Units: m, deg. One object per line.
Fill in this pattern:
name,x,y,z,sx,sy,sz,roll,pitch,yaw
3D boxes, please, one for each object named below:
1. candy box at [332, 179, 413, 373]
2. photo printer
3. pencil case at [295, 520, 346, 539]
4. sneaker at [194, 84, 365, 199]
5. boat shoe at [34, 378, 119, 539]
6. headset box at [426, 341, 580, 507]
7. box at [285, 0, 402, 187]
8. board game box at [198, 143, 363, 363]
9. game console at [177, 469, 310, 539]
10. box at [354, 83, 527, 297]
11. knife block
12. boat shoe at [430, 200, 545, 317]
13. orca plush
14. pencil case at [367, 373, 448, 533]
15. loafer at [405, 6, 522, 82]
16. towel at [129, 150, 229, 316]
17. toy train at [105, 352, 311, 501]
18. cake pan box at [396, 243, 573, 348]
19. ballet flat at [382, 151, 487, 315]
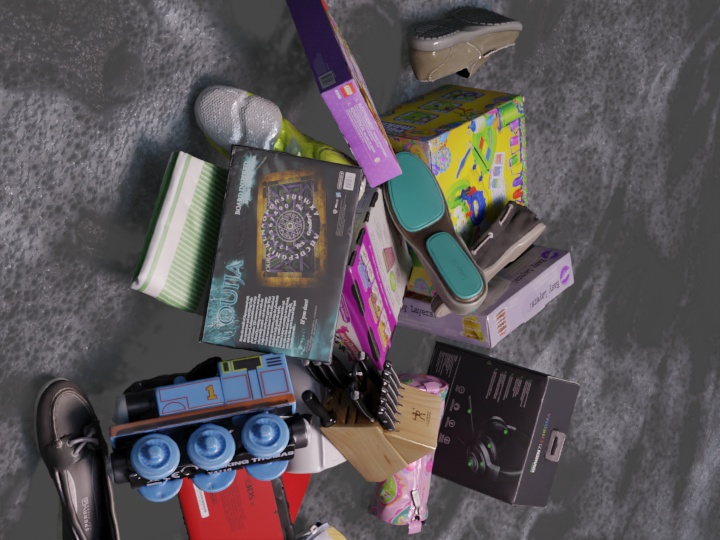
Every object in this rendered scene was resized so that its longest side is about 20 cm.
candy box,0.000,0.000,1.427,0.200,0.061,0.137,-69,147,-54
photo printer,-0.044,0.119,1.468,0.166,0.069,0.201,-7,93,-69
pencil case,-0.093,0.382,1.529,0.200,0.083,0.091,-31,131,-41
sneaker,-0.092,-0.125,1.366,0.200,0.105,0.076,33,86,-12
boat shoe,-0.270,0.201,1.261,0.067,0.057,0.201,-27,122,-43
headset box,0.178,0.206,1.712,0.093,0.200,0.175,17,88,-51
box,-0.020,-0.199,1.358,0.039,0.200,0.137,-25,134,6
board game box,-0.080,-0.016,1.285,0.135,0.028,0.201,10,91,-9
game console,-0.136,0.211,1.474,0.172,0.119,0.201,-16,118,-13
box,0.103,-0.102,1.582,0.192,0.122,0.201,-29,124,-43
knife block,-0.010,0.154,1.393,0.175,0.200,0.064,20,60,-17
boat shoe,0.139,-0.015,1.527,0.200,0.057,0.067,-37,165,-32
orca plush,-0.146,0.128,1.324,0.105,0.199,0.071,-79,180,-68
pencil case,0.062,0.235,1.672,0.087,0.087,0.201,-2,102,-51
loafer,0.125,-0.280,1.603,0.200,0.075,0.070,-21,129,-41
towel,-0.134,-0.023,1.316,0.200,0.023,0.153,22,83,-44
toy train,-0.151,0.152,1.251,0.199,0.115,0.087,-10,150,-10
cake pan box,0.144,0.019,1.622,0.200,0.184,0.052,-32,125,-40
ballet flat,0.077,-0.038,1.447,0.067,0.200,0.064,-24,165,-12
